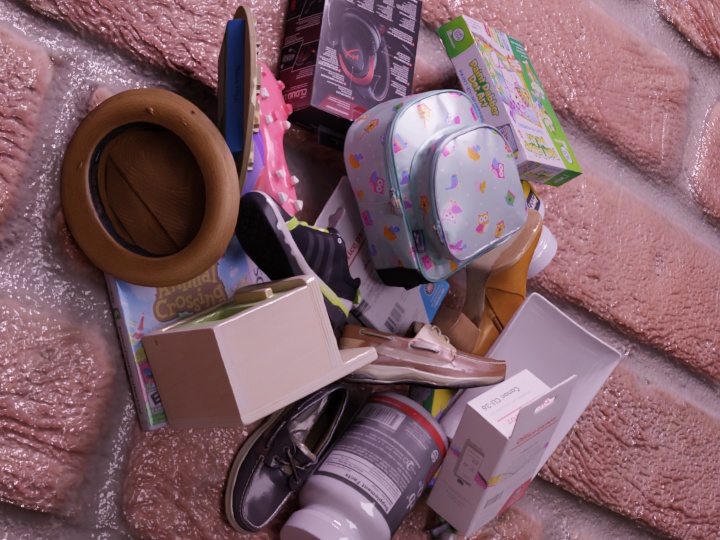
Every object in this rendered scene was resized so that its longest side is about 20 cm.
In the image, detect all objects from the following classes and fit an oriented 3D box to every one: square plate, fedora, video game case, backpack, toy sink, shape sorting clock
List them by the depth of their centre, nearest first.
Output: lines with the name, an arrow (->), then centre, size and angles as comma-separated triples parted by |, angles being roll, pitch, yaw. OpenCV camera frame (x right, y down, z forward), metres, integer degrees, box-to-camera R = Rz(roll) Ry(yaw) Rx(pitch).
fedora -> -0.203, -0.082, 1.492 | 0.082, 0.199, 0.202 | -7, 89, -76
toy sink -> -0.102, 0.075, 1.530 | 0.199, 0.130, 0.113 | -23, 100, -40
shape sorting clock -> -0.125, -0.172, 1.530 | 0.039, 0.200, 0.201 | 2, 82, -10
video game case -> -0.168, 0.055, 1.573 | 0.199, 0.022, 0.183 | -17, 96, -41
backpack -> 0.080, -0.099, 1.639 | 0.175, 0.153, 0.201 | -28, 98, -38
square plate -> 0.198, 0.141, 1.771 | 0.198, 0.028, 0.200 | 33, 94, -40

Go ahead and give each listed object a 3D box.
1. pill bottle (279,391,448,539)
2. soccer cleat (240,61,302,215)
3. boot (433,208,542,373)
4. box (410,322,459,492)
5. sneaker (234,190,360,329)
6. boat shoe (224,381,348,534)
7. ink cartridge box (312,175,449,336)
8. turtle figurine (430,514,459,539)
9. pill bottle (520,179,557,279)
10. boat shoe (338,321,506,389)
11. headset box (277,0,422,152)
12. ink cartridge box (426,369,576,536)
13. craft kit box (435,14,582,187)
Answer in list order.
pill bottle -> 0.003, 0.241, 1.639 | 0.116, 0.116, 0.200 | 54, 55, -23
soccer cleat -> -0.114, -0.136, 1.616 | 0.067, 0.076, 0.201 | 27, 46, -55
boot -> 0.178, 0.040, 1.773 | 0.202, 0.071, 0.144 | -53, 130, -9
box -> 0.113, 0.170, 1.790 | 0.117, 0.048, 0.201 | 20, 70, -39
sneaker -> -0.062, -0.024, 1.569 | 0.083, 0.071, 0.200 | -55, 132, -27
boat shoe -> -0.077, 0.196, 1.606 | 0.072, 0.065, 0.200 | 50, 57, -27
ink cartridge box -> 0.000, 0.000, 1.696 | 0.200, 0.068, 0.116 | 47, 57, -28
turtle figurine -> 0.106, 0.325, 1.700 | 0.193, 0.200, 0.145 | 15, 47, -33
pill bottle -> 0.156, -0.083, 1.814 | 0.200, 0.112, 0.112 | 49, 56, -25
boat shoe -> 0.068, 0.093, 1.648 | 0.199, 0.076, 0.074 | 5, 83, -19
headset box -> -0.014, -0.236, 1.707 | 0.148, 0.075, 0.201 | 17, 74, -38
ink cartridge box -> 0.159, 0.191, 1.665 | 0.116, 0.067, 0.201 | -24, 144, -45
craft kit box -> 0.185, -0.204, 1.814 | 0.200, 0.048, 0.199 | 2, 65, -63
